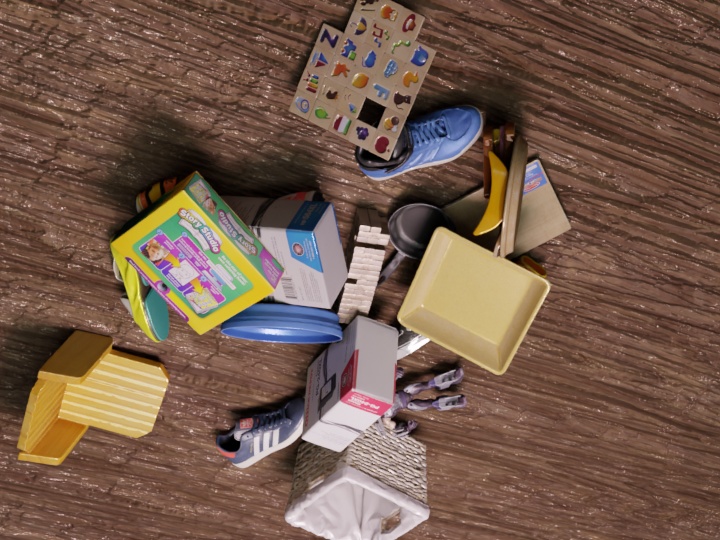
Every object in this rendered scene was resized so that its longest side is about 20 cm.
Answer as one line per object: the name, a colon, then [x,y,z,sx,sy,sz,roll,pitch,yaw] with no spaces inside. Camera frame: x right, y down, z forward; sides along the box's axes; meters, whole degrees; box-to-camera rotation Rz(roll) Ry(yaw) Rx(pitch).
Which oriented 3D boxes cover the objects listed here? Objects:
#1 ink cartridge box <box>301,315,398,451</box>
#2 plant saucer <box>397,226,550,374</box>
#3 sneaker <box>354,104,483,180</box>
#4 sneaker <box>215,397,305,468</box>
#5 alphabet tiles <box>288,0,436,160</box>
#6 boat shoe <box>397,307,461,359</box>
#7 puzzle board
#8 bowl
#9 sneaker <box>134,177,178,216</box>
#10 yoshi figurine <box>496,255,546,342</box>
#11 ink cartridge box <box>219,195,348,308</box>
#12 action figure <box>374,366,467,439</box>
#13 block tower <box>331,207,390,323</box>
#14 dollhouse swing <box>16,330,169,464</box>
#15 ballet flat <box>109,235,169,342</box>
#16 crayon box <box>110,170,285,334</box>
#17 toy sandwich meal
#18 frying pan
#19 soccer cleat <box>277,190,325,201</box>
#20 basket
ink cartridge box: [-0.020,0.194,1.645,0.082,0.147,0.200,20,140,-20]
plant saucer: [0.181,0.041,1.563,0.198,0.049,0.202,27,124,6]
sneaker: [0.085,-0.194,1.438,0.197,0.111,0.078,-19,82,11]
sneaker: [-0.179,0.283,1.761,0.199,0.075,0.084,-38,126,18]
alphabet tiles: [0.007,-0.284,1.379,0.166,0.008,0.202,27,106,9]
boat shoe: [0.102,0.089,1.677,0.199,0.071,0.064,-34,94,22]
puzzle board: [0.229,-0.082,1.600,0.198,0.017,0.151,-28,122,11]
bowl: [-0.127,0.087,1.583,0.197,0.040,0.201,3,169,1]
sneaker: [-0.259,-0.057,1.517,0.089,0.070,0.201,-29,122,16]
yoshi figurine: [0.244,0.081,1.661,0.111,0.113,0.201,18,126,-28]
ink cartridge box: [-0.133,-0.031,1.497,0.197,0.085,0.147,6,131,22]
action figure: [0.089,0.227,1.748,0.197,0.069,0.132,-11,86,-13]
block tower: [0.000,0.000,1.601,0.053,0.058,0.202,7,125,-11]
dollhouse swing: [-0.446,0.237,1.646,0.174,0.182,0.202,25,120,0]
ballet flat: [-0.359,0.025,1.574,0.066,0.067,0.202,3,124,16]
crayon box: [-0.240,-0.021,1.446,0.171,0.059,0.200,-29,113,31]
toy sandwich meal: [0.207,-0.121,1.462,0.069,0.206,0.208,8,126,11]
frying pan: [0.094,-0.037,1.597,0.113,0.031,0.192,15,133,1]
soccer cleat: [-0.080,-0.040,1.566,0.072,0.069,0.202,1,129,18]
basket: [-0.005,0.384,1.781,0.199,0.162,0.198,29,131,-25]
